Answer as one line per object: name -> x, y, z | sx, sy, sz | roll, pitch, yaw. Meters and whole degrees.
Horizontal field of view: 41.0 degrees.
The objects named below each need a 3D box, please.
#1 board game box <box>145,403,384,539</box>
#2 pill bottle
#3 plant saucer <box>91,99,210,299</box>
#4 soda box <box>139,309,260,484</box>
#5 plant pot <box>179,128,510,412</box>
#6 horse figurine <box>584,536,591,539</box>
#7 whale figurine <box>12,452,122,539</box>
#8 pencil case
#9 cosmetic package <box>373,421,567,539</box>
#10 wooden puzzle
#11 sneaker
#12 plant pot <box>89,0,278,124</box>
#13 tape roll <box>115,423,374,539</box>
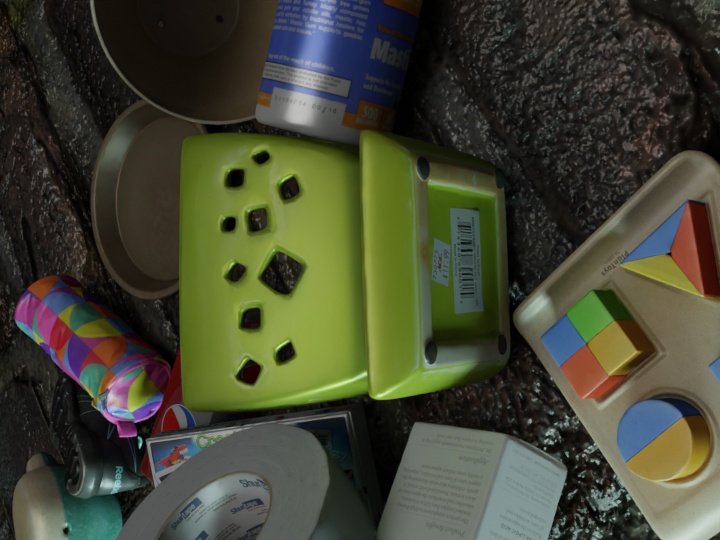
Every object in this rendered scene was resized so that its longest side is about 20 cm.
board game box -> -0.081, 0.189, 0.818 | 0.200, 0.035, 0.126 | -11, 91, 22
pill bottle -> -0.009, -0.202, 0.756 | 0.112, 0.112, 0.200 | 21, 101, 38
plant saucer -> -0.200, -0.072, 0.961 | 0.200, 0.029, 0.200 | -1, 88, 40
soda box -> -0.135, 0.115, 0.892 | 0.070, 0.063, 0.200 | 32, 109, 35
plant pot -> 0.000, 0.000, 0.701 | 0.181, 0.199, 0.200 | -4, 86, 33
horse figurine -> 0.123, 0.255, 0.685 | 0.133, 0.050, 0.200 | -37, 64, 25
whale figurine -> -0.319, 0.273, 1.040 | 0.200, 0.104, 0.159 | -28, 71, 62
pencil case -> -0.280, 0.082, 1.002 | 0.200, 0.088, 0.088 | 37, 112, 36
cosmetic package -> 0.059, 0.211, 0.662 | 0.102, 0.074, 0.200 | -3, 62, 54
wooden puzzle -> 0.206, 0.052, 0.618 | 0.185, 0.046, 0.200 | -48, 61, 29
sneaker -> -0.277, 0.170, 1.010 | 0.200, 0.079, 0.075 | 50, 127, 52
plant pot -> -0.137, -0.232, 0.835 | 0.134, 0.200, 0.200 | -149, 68, -66
tape roll -> -0.091, 0.206, 0.696 | 0.200, 0.200, 0.066 | -11, 124, 39
